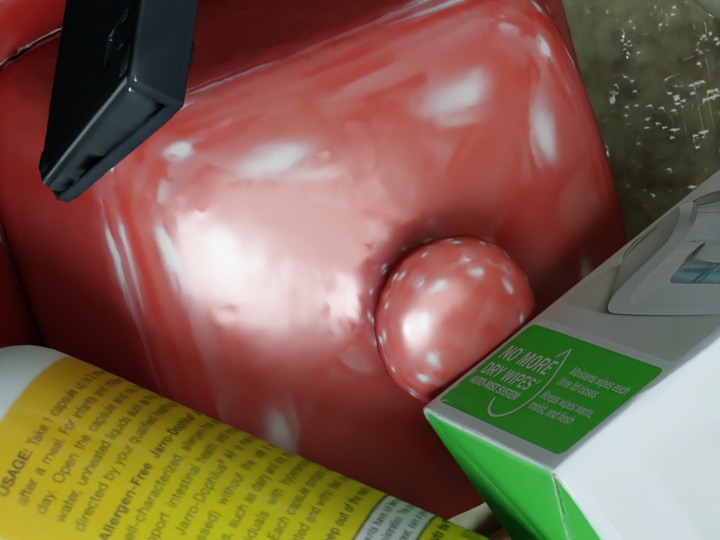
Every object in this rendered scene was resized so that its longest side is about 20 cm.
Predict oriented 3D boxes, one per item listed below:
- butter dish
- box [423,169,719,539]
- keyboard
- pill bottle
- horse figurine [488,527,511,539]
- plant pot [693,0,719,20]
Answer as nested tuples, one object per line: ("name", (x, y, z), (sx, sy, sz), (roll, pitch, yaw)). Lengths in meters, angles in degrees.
("butter dish", (0.000, 0.000, 0.777), (0.200, 0.148, 0.200), (-22, 108, -17))
("box", (0.148, 0.063, 0.713), (0.176, 0.097, 0.200), (-37, 106, -10))
("keyboard", (-0.039, -0.126, 0.701), (0.021, 0.127, 0.200), (14, 65, -19))
("pill bottle", (-0.060, 0.086, 0.691), (0.200, 0.113, 0.113), (22, 92, 8))
("horse figurine", (0.053, 0.131, 0.882), (0.200, 0.050, 0.133), (-46, 118, -6))
("plant pot", (0.133, -0.140, 0.780), (0.200, 0.200, 0.135), (-20, 113, -18))
